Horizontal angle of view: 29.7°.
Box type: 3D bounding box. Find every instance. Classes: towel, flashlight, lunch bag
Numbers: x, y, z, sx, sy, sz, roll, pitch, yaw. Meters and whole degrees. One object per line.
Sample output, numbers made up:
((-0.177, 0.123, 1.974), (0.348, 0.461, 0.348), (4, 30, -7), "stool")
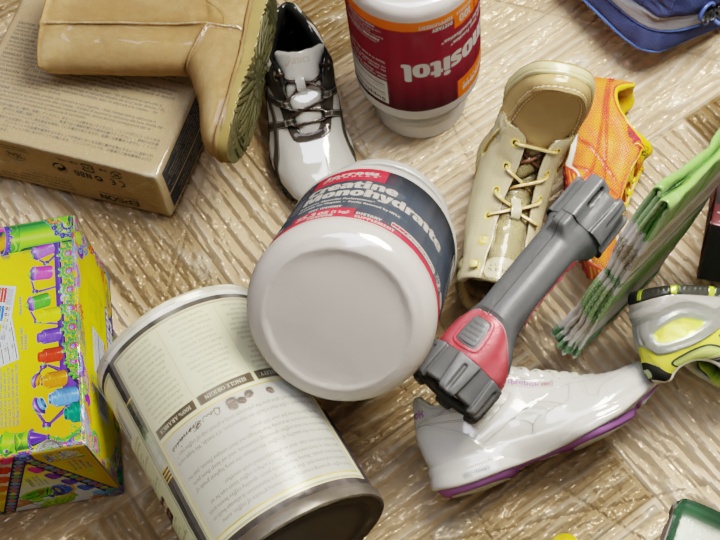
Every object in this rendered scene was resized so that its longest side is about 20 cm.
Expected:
((0.223, -0.031, 1.034), (0.031, 0.200, 0.149), (39, 53, 14), "towel")
((0.125, 0.022, 1.028), (0.068, 0.068, 0.200), (45, 77, -15), "flashlight")
((0.265, -0.291, 1.223), (0.136, 0.132, 0.200), (-24, 61, -24), "lunch bag")

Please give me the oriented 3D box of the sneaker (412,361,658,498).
((0.135, 0.100, 1.057), (0.200, 0.075, 0.100), (-21, 76, -5), "sneaker")

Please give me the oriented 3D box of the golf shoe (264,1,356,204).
((-0.053, -0.146, 1.202), (0.078, 0.095, 0.200), (-15, 64, -3), "golf shoe")

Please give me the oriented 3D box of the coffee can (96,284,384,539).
((-0.094, 0.132, 1.032), (0.146, 0.146, 0.200), (-29, 64, -9), "coffee can")

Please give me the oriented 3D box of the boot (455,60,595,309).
((0.127, -0.062, 1.084), (0.073, 0.200, 0.156), (16, 66, -8), "boot")

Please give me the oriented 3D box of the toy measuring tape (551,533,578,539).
((0.154, 0.287, 0.972), (0.073, 0.074, 0.200), (-8, 62, 2), "toy measuring tape")

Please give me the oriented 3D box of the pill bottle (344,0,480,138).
((0.047, -0.203, 1.159), (0.113, 0.200, 0.113), (-2, 63, 5), "pill bottle")

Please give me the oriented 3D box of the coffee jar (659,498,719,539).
((0.304, 0.245, 0.967), (0.200, 0.085, 0.104), (19, 66, 14), "coffee jar")

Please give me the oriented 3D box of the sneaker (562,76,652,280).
((0.210, -0.085, 1.153), (0.077, 0.073, 0.200), (0, 63, 10), "sneaker")

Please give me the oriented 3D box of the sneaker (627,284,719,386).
((0.300, 0.055, 1.065), (0.199, 0.075, 0.077), (3, 83, -14), "sneaker")

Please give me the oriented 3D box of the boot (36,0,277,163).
((-0.182, -0.175, 1.168), (0.199, 0.066, 0.176), (6, 59, 10), "boot")

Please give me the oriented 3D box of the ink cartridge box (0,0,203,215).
((-0.239, -0.154, 1.235), (0.199, 0.075, 0.165), (14, 64, 13), "ink cartridge box")

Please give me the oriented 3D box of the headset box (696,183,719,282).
((0.362, -0.061, 1.107), (0.148, 0.077, 0.200), (12, 53, 12), "headset box")

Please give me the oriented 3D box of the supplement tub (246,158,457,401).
((0.000, 0.000, 1.047), (0.140, 0.141, 0.200), (5, 22, 8), "supplement tub")

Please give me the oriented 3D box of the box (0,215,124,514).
((-0.303, 0.083, 1.094), (0.192, 0.122, 0.200), (-9, 63, 1), "box")
